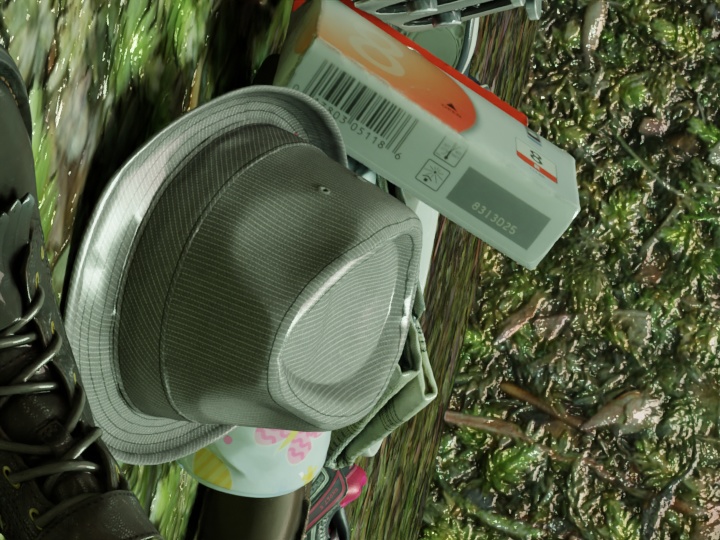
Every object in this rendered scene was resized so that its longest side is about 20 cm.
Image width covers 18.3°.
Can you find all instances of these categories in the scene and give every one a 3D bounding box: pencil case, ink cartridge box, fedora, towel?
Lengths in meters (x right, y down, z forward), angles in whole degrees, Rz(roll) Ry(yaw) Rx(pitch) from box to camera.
[{"bbox_3d":[-0.048,0.019,1.149,0.083,0.090,0.201,50,-40,49],"label":"pencil case"},{"bbox_3d":[0.038,-0.097,1.172,0.050,0.162,0.200,-52,-167,26],"label":"ink cartridge box"},{"bbox_3d":[-0.035,0.013,0.983,0.200,0.090,0.178,-9,116,-62],"label":"fedora"},{"bbox_3d":[0.000,0.000,1.288,0.200,0.034,0.194,125,-40,-67],"label":"towel"}]

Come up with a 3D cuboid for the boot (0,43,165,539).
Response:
[{"bbox_3d":[-0.082,0.048,0.614,0.069,0.174,0.200,-26,154,-16],"label":"boot"}]

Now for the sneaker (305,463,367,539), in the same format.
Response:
[{"bbox_3d":[-0.048,0.214,1.545,0.081,0.074,0.201,-62,163,-65],"label":"sneaker"}]

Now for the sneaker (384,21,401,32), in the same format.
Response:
[{"bbox_3d":[0.030,-0.203,1.340,0.071,0.097,0.201,-67,169,-64],"label":"sneaker"}]

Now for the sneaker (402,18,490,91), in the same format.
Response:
[{"bbox_3d":[0.056,-0.152,1.649,0.146,0.077,0.203,-46,159,-56],"label":"sneaker"}]

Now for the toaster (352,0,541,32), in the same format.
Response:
[{"bbox_3d":[0.049,-0.231,1.184,0.181,0.118,0.201,-3,86,-79],"label":"toaster"}]

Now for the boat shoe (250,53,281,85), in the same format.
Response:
[{"bbox_3d":[-0.036,-0.025,1.218,0.076,0.073,0.201,-69,169,-49],"label":"boat shoe"}]

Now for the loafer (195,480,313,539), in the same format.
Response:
[{"bbox_3d":[-0.065,0.135,1.334,0.201,0.073,0.071,-83,175,-45],"label":"loafer"}]

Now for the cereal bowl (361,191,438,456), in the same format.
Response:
[{"bbox_3d":[-0.008,0.019,1.481,0.200,0.083,0.201,12,90,-82],"label":"cereal bowl"}]
